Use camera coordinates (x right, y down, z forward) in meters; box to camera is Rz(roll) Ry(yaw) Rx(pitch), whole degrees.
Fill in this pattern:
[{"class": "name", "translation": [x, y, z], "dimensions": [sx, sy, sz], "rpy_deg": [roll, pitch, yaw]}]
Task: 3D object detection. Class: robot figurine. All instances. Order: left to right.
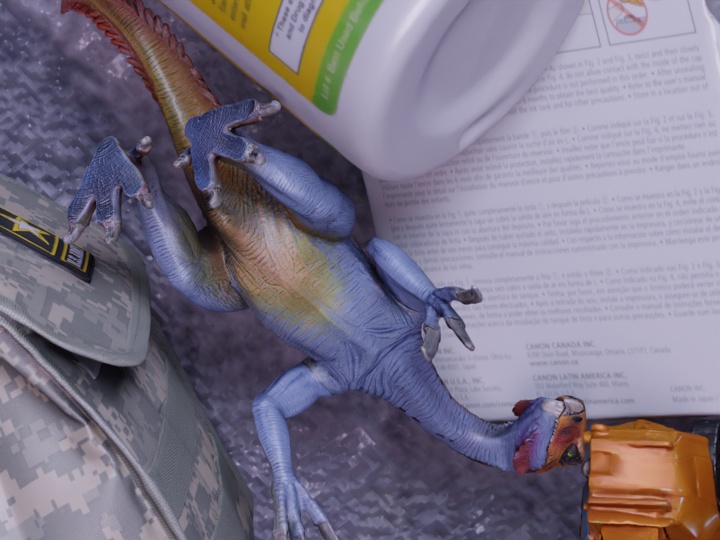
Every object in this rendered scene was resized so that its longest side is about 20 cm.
[{"class": "robot figurine", "translation": [0.140, 0.096, 0.836], "dimensions": [0.144, 0.200, 0.059], "rpy_deg": [-1, 71, 15]}]

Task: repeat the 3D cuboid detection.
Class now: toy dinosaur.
[{"class": "toy dinosaur", "translation": [0.000, 0.000, 0.797], "dimensions": [0.105, 0.201, 0.181], "rpy_deg": [-29, 141, 26]}]

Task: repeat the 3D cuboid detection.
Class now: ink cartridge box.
[{"class": "ink cartridge box", "translation": [0.071, -0.048, 0.815], "dimensions": [0.162, 0.057, 0.202], "rpy_deg": [-4, 100, 42]}]

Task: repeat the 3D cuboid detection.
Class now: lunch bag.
[{"class": "lunch bag", "translation": [-0.117, 0.053, 0.831], "dimensions": [0.117, 0.164, 0.201], "rpy_deg": [-26, 106, 2]}]

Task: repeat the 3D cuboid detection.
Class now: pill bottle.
[{"class": "pill bottle", "translation": [-0.030, -0.129, 0.759], "dimensions": [0.200, 0.111, 0.111], "rpy_deg": [41, 112, 20]}]

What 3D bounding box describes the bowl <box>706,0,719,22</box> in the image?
[{"class": "bowl", "translation": [0.200, -0.038, 0.804], "dimensions": [0.200, 0.090, 0.202], "rpy_deg": [21, 131, 26]}]
